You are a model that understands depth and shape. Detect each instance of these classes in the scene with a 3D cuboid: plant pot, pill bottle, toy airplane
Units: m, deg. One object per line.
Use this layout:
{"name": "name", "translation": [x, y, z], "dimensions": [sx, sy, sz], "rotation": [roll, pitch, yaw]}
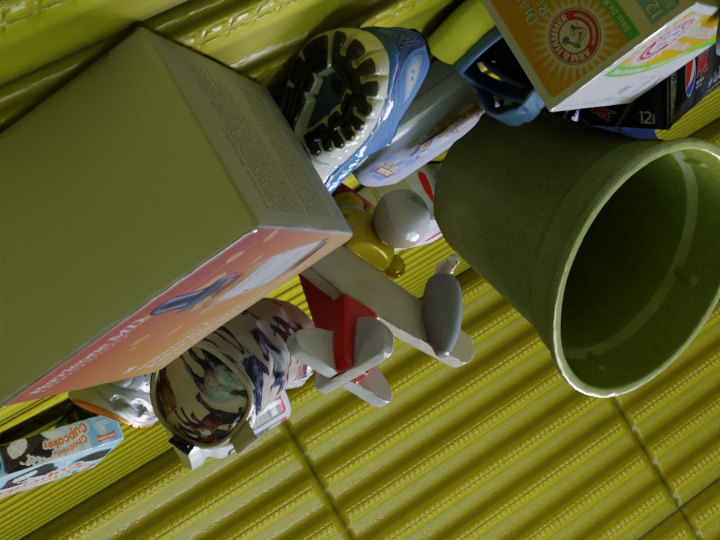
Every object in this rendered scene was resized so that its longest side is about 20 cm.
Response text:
{"name": "plant pot", "translation": [0.159, -0.037, 0.964], "dimensions": [0.198, 0.184, 0.203], "rotation": [-21, 127, -30]}
{"name": "pill bottle", "translation": [-0.228, 0.250, 2.143], "dimensions": [0.198, 0.117, 0.116], "rotation": [-29, 173, -21]}
{"name": "toy airplane", "translation": [0.000, 0.000, 0.956], "dimensions": [0.141, 0.200, 0.200], "rotation": [-44, 167, 17]}

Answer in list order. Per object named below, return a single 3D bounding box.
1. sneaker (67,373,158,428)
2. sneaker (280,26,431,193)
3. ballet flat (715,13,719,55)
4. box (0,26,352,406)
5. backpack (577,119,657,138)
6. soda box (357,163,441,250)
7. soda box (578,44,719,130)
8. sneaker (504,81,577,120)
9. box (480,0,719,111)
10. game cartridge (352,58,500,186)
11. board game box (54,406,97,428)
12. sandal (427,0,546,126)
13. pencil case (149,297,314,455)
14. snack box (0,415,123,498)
{"name": "sneaker", "translation": [-0.148, 0.072, 0.984], "dimensions": [0.200, 0.075, 0.093], "rotation": [19, 89, -72]}
{"name": "sneaker", "translation": [-0.019, -0.081, 0.779], "dimensions": [0.089, 0.079, 0.200], "rotation": [-23, 169, -41]}
{"name": "ballet flat", "translation": [0.240, -0.212, 0.693], "dimensions": [0.067, 0.046, 0.203], "rotation": [-31, 134, -55]}
{"name": "box", "translation": [-0.109, -0.023, 0.647], "dimensions": [0.151, 0.107, 0.200], "rotation": [-33, 174, 11]}
{"name": "backpack", "translation": [0.191, -0.108, 1.287], "dimensions": [0.198, 0.165, 0.167], "rotation": [-21, 172, 35]}
{"name": "soda box", "translation": [0.058, -0.068, 1.310], "dimensions": [0.063, 0.069, 0.200], "rotation": [-33, 174, 17]}
{"name": "soda box", "translation": [0.228, -0.159, 0.963], "dimensions": [0.070, 0.064, 0.200], "rotation": [7, -161, 25]}
{"name": "sneaker", "translation": [0.155, -0.151, 1.090], "dimensions": [0.111, 0.077, 0.200], "rotation": [-35, 172, -36]}
{"name": "box", "translation": [0.156, -0.174, 0.769], "dimensions": [0.101, 0.113, 0.199], "rotation": [-35, 172, 26]}
{"name": "game cartridge", "translation": [0.048, -0.119, 1.023], "dimensions": [0.133, 0.042, 0.200], "rotation": [-38, 173, 9]}
{"name": "board game box", "translation": [-0.263, 0.138, 1.469], "dimensions": [0.135, 0.035, 0.200], "rotation": [-27, 172, -44]}
{"name": "sandal", "translation": [0.121, -0.152, 0.896], "dimensions": [0.079, 0.088, 0.199], "rotation": [-39, 173, 36]}
{"name": "pencil case", "translation": [-0.089, 0.076, 0.948], "dimensions": [0.077, 0.090, 0.200], "rotation": [-31, -179, 16]}
{"name": "snack box", "translation": [-0.370, 0.214, 1.369], "dimensions": [0.198, 0.038, 0.116], "rotation": [-15, 165, -35]}
